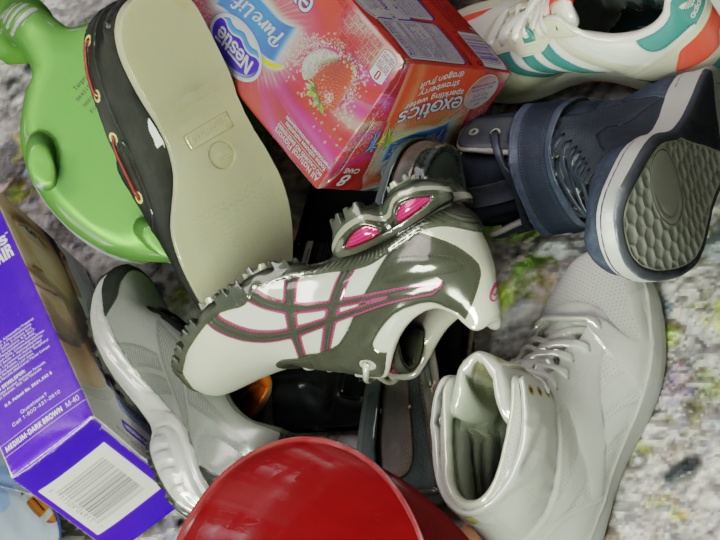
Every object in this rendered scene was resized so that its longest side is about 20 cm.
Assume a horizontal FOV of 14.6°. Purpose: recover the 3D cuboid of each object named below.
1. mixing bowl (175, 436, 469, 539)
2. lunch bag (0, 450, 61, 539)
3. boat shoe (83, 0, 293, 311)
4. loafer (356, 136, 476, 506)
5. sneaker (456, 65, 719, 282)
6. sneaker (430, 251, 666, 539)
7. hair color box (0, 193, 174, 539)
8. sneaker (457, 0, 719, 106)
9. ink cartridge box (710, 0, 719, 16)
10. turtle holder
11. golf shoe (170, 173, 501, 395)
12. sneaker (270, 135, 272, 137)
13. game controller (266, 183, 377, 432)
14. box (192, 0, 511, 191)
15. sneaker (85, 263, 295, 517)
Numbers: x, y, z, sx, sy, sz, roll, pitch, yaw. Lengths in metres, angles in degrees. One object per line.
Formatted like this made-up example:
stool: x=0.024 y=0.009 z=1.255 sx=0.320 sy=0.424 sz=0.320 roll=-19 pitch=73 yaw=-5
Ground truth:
mixing bowl: x=0.000 y=0.189 z=1.417 sx=0.200 sy=0.108 sz=0.201 roll=-13 pitch=72 yaw=43
lunch bag: x=-0.255 y=0.150 z=1.618 sx=0.160 sy=0.075 sz=0.200 roll=-54 pitch=43 yaw=22
boat shoe: x=-0.094 y=-0.058 z=1.560 sx=0.074 sy=0.202 sz=0.063 roll=-25 pitch=9 yaw=-29
loafer: x=0.044 y=0.028 z=1.512 sx=0.063 sy=0.072 sz=0.201 roll=2 pitch=86 yaw=41
sneaker: x=0.111 y=-0.040 z=1.496 sx=0.146 sy=0.077 sz=0.202 roll=-10 pitch=19 yaw=24
sneaker: x=0.097 y=0.056 z=1.459 sx=0.073 sy=0.116 sz=0.201 roll=-3 pitch=58 yaw=32
hair color box: x=-0.179 y=0.055 z=1.630 sx=0.065 sy=0.109 sz=0.200 roll=-37 pitch=50 yaw=7
sneaker: x=0.116 y=-0.144 z=1.589 sx=0.199 sy=0.093 sz=0.071 roll=5 pitch=63 yaw=33
ink cartridge box: x=0.243 y=-0.220 z=1.489 sx=0.147 sy=0.200 sz=0.145 roll=-16 pitch=54 yaw=22
turtle holder: x=-0.143 y=-0.079 z=1.652 sx=0.185 sy=0.132 sz=0.141 roll=14 pitch=86 yaw=-3
golf shoe: x=-0.016 y=0.029 z=1.471 sx=0.200 sy=0.077 sz=0.088 roll=-32 pitch=75 yaw=30
sneaker: x=-0.007 y=-0.150 z=1.690 sx=0.200 sy=0.090 sz=0.070 roll=-50 pitch=61 yaw=28
game controller: x=0.000 y=0.000 z=1.611 sx=0.104 sy=0.042 sz=0.201 roll=-11 pitch=54 yaw=43
box: x=-0.024 y=-0.142 z=1.579 sx=0.200 sy=0.100 sz=0.096 roll=50 pitch=119 yaw=28
sneaker: x=-0.092 y=0.062 z=1.589 sx=0.079 sy=0.074 sz=0.200 roll=-43 pitch=47 yaw=10
